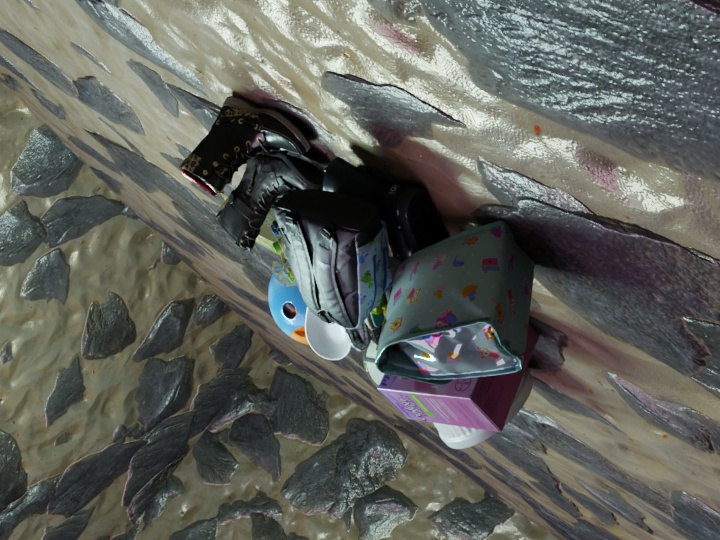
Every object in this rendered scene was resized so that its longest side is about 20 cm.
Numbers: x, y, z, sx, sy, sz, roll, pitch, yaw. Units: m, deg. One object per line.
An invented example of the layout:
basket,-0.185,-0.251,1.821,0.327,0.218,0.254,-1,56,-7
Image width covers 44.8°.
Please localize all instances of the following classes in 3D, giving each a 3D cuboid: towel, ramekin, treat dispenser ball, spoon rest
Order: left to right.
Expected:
treat dispenser ball,-0.085,0.048,1.743,0.200,0.202,0.201,35,167,10
spoon rest,-0.066,0.070,1.608,0.098,0.060,0.203,-1,104,29
towel,0.005,0.037,1.529,0.166,0.084,0.203,39,-141,-86
ramekin,0.198,0.208,1.556,0.105,0.200,0.200,50,164,-12

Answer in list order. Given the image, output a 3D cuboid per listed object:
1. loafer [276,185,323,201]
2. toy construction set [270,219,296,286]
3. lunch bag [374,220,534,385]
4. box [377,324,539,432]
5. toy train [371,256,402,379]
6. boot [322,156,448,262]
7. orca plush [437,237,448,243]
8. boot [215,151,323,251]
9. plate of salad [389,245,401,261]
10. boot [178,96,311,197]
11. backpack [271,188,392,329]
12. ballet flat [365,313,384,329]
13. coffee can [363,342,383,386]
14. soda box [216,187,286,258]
loafer,-0.077,-0.115,1.441,0.199,0.071,0.068,27,-178,42
toy construction set,-0.109,-0.032,1.512,0.132,0.091,0.200,62,165,-4
lunch bag,0.115,0.050,1.137,0.198,0.172,0.122,-16,134,33
box,0.155,0.147,1.395,0.198,0.177,0.097,-2,141,48
toy train,0.056,0.066,1.339,0.114,0.201,0.085,19,144,21
boot,0.036,-0.072,1.283,0.167,0.077,0.201,24,154,35
orca plush,0.137,-0.003,1.276,0.072,0.104,0.200,66,-174,32
boot,-0.152,-0.111,1.424,0.069,0.176,0.199,16,-167,-43
plate of salad,0.099,0.012,1.469,0.199,0.048,0.200,36,166,10
boot,-0.181,-0.180,1.346,0.199,0.151,0.073,28,164,35
backpack,-0.029,-0.012,1.238,0.161,0.153,0.203,15,123,29
ballet flat,0.000,0.000,1.398,0.061,0.067,0.203,8,121,25
coffee can,0.106,0.189,1.823,0.146,0.147,0.200,41,166,-15
soda box,-0.187,-0.090,1.694,0.199,0.068,0.064,27,164,40
